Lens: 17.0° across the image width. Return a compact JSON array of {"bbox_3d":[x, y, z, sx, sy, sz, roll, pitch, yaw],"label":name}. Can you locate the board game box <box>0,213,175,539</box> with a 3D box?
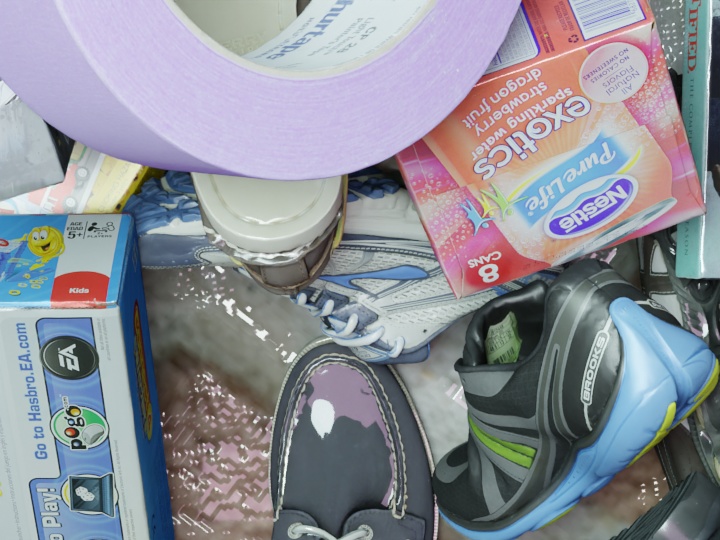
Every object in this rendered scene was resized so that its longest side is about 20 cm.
[{"bbox_3d":[-0.179,0.070,0.955,0.195,0.056,0.200,0,130,3],"label":"board game box"}]

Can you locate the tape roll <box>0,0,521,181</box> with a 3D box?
[{"bbox_3d":[-0.035,-0.130,0.757,0.200,0.066,0.201,-6,99,-39],"label":"tape roll"}]

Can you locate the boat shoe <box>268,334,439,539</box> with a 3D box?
[{"bbox_3d":[-0.003,0.127,0.998,0.072,0.063,0.201,-1,92,3],"label":"boat shoe"}]

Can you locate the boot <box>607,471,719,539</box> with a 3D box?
[{"bbox_3d":[0.163,0.188,0.950,0.200,0.165,0.066,41,57,1],"label":"boot"}]

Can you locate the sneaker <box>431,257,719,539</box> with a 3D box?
[{"bbox_3d":[0.073,0.048,0.938,0.071,0.200,0.083,-34,81,-25],"label":"sneaker"}]

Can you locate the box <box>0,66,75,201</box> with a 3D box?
[{"bbox_3d":[-0.142,-0.119,0.836,0.050,0.200,0.158,-17,107,2],"label":"box"}]

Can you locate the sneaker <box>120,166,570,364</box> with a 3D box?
[{"bbox_3d":[0.000,0.000,0.968,0.199,0.077,0.085,-1,106,-20],"label":"sneaker"}]

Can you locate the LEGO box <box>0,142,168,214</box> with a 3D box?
[{"bbox_3d":[-0.139,-0.090,0.991,0.149,0.077,0.200,31,93,1],"label":"LEGO box"}]

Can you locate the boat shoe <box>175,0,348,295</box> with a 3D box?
[{"bbox_3d":[-0.043,-0.087,0.904,0.072,0.060,0.201,-11,63,-2],"label":"boat shoe"}]

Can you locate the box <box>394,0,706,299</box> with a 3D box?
[{"bbox_3d":[0.050,-0.097,0.916,0.102,0.200,0.095,-19,130,3],"label":"box"}]

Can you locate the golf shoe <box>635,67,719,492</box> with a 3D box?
[{"bbox_3d":[0.135,0.016,0.982,0.078,0.094,0.201,6,64,-22],"label":"golf shoe"}]

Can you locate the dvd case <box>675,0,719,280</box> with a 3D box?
[{"bbox_3d":[0.216,-0.066,0.958,0.199,0.022,0.147,2,91,-26],"label":"dvd case"}]
